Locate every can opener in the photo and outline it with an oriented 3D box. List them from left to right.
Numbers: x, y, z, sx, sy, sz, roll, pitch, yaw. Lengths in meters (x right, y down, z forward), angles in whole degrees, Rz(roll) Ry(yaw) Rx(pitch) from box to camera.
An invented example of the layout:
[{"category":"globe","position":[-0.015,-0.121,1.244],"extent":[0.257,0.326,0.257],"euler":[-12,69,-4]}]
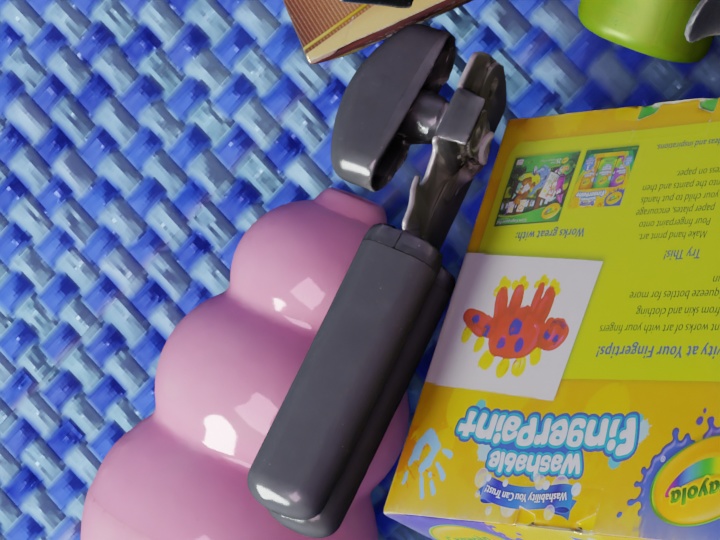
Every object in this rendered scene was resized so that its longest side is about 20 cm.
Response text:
[{"category":"can opener","position":[0.000,0.000,0.935],"extent":[0.066,0.053,0.201],"euler":[22,76,20]}]

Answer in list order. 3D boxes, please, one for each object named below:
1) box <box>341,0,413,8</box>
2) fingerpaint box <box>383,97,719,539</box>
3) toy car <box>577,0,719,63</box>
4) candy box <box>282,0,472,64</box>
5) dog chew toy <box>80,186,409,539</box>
[{"category":"box","position":[0.011,-0.215,0.861],"extent":[0.137,0.037,0.201],"euler":[50,124,35]},{"category":"fingerpaint box","position":[0.115,0.028,0.870],"extent":[0.199,0.073,0.168],"euler":[-3,64,54]},{"category":"toy car","position":[0.146,-0.137,0.845],"extent":[0.157,0.200,0.166],"euler":[22,106,13]},{"category":"candy box","position":[-0.003,-0.197,0.962],"extent":[0.116,0.056,0.201],"euler":[-21,91,23]},{"category":"dog chew toy","position":[-0.037,0.064,0.993],"extent":[0.124,0.124,0.202],"euler":[21,95,14]}]
